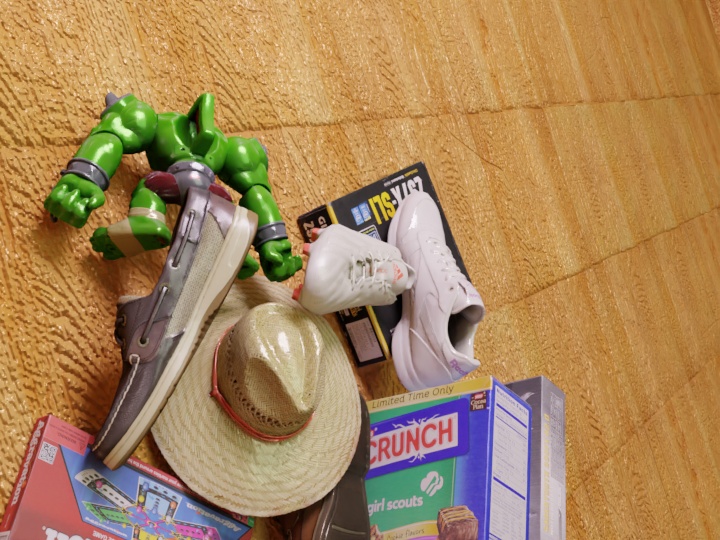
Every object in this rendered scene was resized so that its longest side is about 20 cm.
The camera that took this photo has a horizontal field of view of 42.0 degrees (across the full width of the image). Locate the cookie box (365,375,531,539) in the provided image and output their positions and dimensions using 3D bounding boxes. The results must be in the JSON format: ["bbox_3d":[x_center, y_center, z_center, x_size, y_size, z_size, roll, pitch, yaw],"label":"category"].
[{"bbox_3d":[0.056,0.209,0.808,0.075,0.169,0.204,39,46,-39],"label":"cookie box"}]

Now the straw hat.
[{"bbox_3d":[-0.067,0.076,0.719,0.197,0.085,0.205,14,58,-23],"label":"straw hat"}]

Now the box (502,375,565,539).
[{"bbox_3d":[0.117,0.215,0.894,0.048,0.156,0.204,34,51,-38],"label":"box"}]

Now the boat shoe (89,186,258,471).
[{"bbox_3d":[-0.141,0.037,0.655,0.064,0.073,0.203,29,75,-10],"label":"boat shoe"}]

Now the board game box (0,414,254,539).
[{"bbox_3d":[-0.158,0.191,0.661,0.199,0.019,0.105,39,48,-37],"label":"board game box"}]

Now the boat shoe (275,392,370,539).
[{"bbox_3d":[-0.034,0.201,0.781,0.072,0.067,0.203,45,41,-43],"label":"boat shoe"}]

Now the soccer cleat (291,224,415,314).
[{"bbox_3d":[0.000,0.000,0.786,0.200,0.076,0.071,-22,127,-76],"label":"soccer cleat"}]

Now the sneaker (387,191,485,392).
[{"bbox_3d":[0.079,0.015,0.903,0.074,0.098,0.205,19,60,-44],"label":"sneaker"}]

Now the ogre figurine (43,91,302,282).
[{"bbox_3d":[-0.135,-0.066,0.730,0.195,0.098,0.122,6,63,-11],"label":"ogre figurine"}]

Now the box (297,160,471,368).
[{"bbox_3d":[0.033,-0.013,0.976,0.199,0.049,0.163,-29,96,-53],"label":"box"}]
